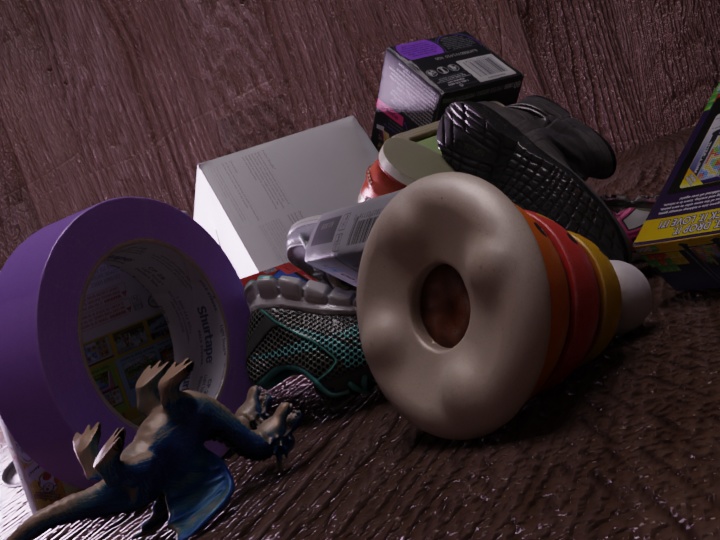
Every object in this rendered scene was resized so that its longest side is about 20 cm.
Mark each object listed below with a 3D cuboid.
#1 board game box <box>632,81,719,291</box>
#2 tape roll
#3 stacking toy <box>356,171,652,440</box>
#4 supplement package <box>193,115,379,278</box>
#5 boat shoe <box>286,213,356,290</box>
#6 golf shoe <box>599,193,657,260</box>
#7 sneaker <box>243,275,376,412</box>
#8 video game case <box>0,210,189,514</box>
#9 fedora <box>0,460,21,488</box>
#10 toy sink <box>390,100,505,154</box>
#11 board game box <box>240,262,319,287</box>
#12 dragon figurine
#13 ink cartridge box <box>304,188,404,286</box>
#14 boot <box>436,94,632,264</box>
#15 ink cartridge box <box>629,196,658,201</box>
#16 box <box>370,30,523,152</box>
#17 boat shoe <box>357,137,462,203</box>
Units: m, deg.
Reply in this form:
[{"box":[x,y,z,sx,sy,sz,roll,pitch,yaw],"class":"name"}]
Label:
[{"box":[0.296,-0.073,0.629,0.166,0.057,0.199,-58,19,-18],"class":"board game box"},{"box":[-0.165,0.053,0.690,0.065,0.203,0.199,-16,6,35],"class":"tape roll"},{"box":[0.108,0.017,0.586,0.198,0.149,0.145,-2,-8,-41],"class":"stacking toy"},{"box":[-0.059,-0.034,1.079,0.198,0.192,0.148,-21,-26,-24],"class":"supplement package"},{"box":[0.001,0.001,0.902,0.200,0.075,0.065,19,56,33],"class":"boat shoe"},{"box":[0.195,-0.018,0.815,0.197,0.094,0.073,2,-8,3],"class":"golf shoe"},{"box":[0.001,0.062,0.715,0.197,0.093,0.078,6,-13,19],"class":"sneaker"},{"box":[-0.194,0.068,0.757,0.199,0.185,0.023,-23,10,-40],"class":"video game case"},{"box":[-0.282,0.132,0.961,0.175,0.092,0.200,-19,5,13],"class":"fedora"},{"box":[0.136,-0.091,0.988,0.198,0.113,0.130,-21,49,-32],"class":"toy sink"},{"box":[-0.070,0.039,0.854,0.102,0.020,0.200,-20,23,-21],"class":"board game box"},{"box":[-0.112,0.121,0.556,0.058,0.100,0.200,-13,28,45],"class":"dragon figurine"},{"box":[0.073,0.011,0.706,0.048,0.198,0.160,-67,19,-12],"class":"ink cartridge box"},{"box":[0.164,-0.073,0.746,0.130,0.201,0.070,-13,-34,-41],"class":"boot"},{"box":[0.259,-0.045,0.913,0.198,0.038,0.094,-8,10,40],"class":"ink cartridge box"},{"box":[0.088,-0.150,1.090,0.121,0.202,0.106,-18,48,-30],"class":"box"},{"box":[0.091,-0.030,0.760,0.063,0.198,0.071,-60,1,39],"class":"boat shoe"}]
